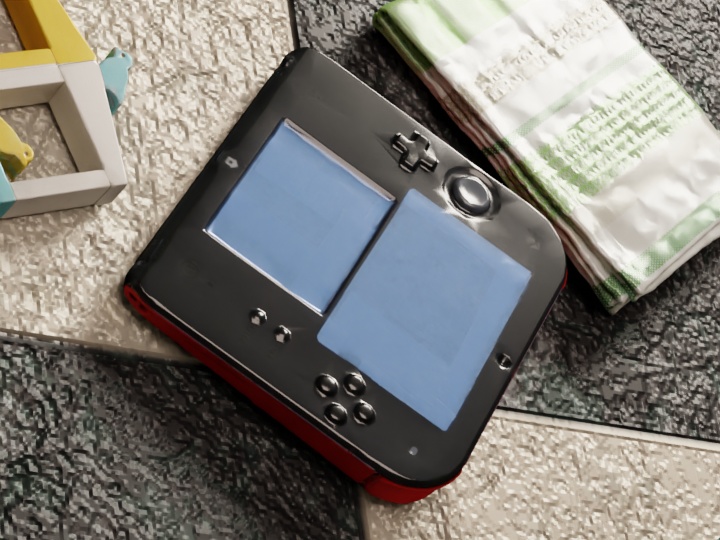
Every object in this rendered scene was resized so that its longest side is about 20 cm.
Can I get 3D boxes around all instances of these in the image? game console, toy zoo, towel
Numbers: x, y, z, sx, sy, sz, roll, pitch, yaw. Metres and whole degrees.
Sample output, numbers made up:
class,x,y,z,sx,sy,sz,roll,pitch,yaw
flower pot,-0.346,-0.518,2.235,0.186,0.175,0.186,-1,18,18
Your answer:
class,x,y,z,sx,sy,sz,roll,pitch,yaw
game console,0.000,0.000,1.324,0.177,0.031,0.200,39,46,-7
toy zoo,-0.188,-0.081,1.255,0.200,0.020,0.131,-11,68,-40
towel,0.109,-0.082,1.463,0.200,0.031,0.149,50,44,7

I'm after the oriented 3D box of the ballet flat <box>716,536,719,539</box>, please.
class,x,y,z,sx,sy,sz,roll,pitch,yaw
ballet flat,0.166,0.207,1.288,0.070,0.067,0.200,55,41,-26
